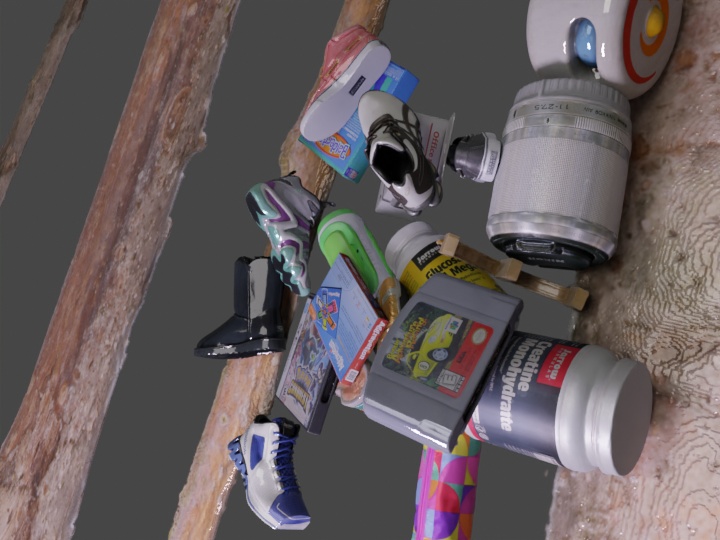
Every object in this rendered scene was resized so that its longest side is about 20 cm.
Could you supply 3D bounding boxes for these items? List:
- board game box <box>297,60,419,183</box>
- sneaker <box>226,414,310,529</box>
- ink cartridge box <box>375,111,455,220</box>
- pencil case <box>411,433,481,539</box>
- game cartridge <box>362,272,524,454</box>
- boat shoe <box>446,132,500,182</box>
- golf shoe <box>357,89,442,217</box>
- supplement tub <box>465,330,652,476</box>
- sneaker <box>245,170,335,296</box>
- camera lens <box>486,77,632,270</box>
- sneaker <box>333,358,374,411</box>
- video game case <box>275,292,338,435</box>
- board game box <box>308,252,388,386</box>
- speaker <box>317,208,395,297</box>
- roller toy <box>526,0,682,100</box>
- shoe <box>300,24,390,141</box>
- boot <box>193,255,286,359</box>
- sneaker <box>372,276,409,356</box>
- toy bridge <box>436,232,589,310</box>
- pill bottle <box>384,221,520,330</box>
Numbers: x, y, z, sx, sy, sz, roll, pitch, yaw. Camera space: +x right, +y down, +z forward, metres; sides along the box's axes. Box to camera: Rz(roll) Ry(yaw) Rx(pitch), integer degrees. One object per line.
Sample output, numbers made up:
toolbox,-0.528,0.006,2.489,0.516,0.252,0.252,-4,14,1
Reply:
board game box,-0.007,-0.274,1.216,0.152,0.045,0.202,42,104,39
sneaker,-0.136,0.302,1.123,0.116,0.080,0.200,-56,48,14
ink cartridge box,0.074,-0.152,1.015,0.200,0.065,0.118,131,152,-81
pencil case,0.109,0.279,0.922,0.087,0.088,0.205,-4,75,39
game cartridge,0.090,0.097,0.817,0.131,0.041,0.202,15,61,34
boat shoe,0.146,-0.153,0.956,0.065,0.200,0.071,11,105,3
golf shoe,0.040,-0.169,0.908,0.077,0.094,0.202,-36,62,17
supplement tub,0.221,0.150,0.827,0.197,0.139,0.143,8,81,41
sneaker,-0.094,-0.071,1.198,0.077,0.139,0.203,2,118,59
camera lens,0.246,-0.111,0.874,0.158,0.159,0.205,5,79,40
sneaker,0.014,0.162,0.984,0.200,0.079,0.073,156,135,-79
video game case,-0.072,0.136,1.099,0.199,0.025,0.184,15,86,69
board game box,-0.022,0.062,0.986,0.104,0.019,0.201,-59,27,15
speaker,0.000,0.000,1.099,0.088,0.088,0.202,-42,54,22
roller toy,0.308,-0.308,0.870,0.138,0.198,0.186,23,102,42
shoe,-0.040,-0.315,1.183,0.200,0.071,0.091,-47,51,12
boot,-0.212,0.067,1.260,0.197,0.076,0.172,-11,73,30
sneaker,0.068,0.100,0.914,0.076,0.086,0.203,121,149,-44
toy bridge,0.188,0.000,0.903,0.197,0.067,0.028,23,89,-1
pill bottle,0.118,0.026,0.971,0.113,0.112,0.201,-51,51,15
